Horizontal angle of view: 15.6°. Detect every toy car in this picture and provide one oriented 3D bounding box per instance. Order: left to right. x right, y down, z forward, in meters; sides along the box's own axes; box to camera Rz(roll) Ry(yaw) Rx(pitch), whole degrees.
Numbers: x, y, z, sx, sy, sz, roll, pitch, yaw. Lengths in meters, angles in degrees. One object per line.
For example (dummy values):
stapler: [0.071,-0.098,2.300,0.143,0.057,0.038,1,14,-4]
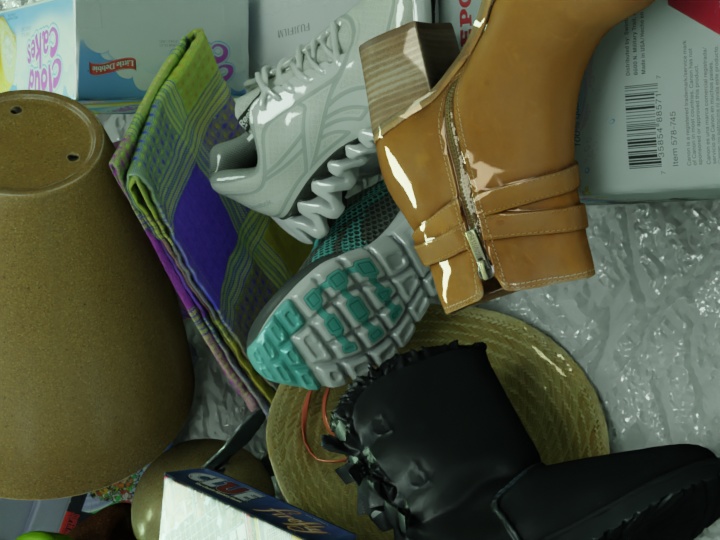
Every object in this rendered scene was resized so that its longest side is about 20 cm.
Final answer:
toy car: [-0.092,0.169,1.637,0.200,0.164,0.158,-50,61,14]

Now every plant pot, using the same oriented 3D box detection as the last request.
plant pot: [-0.192,0.001,1.549,0.186,0.186,0.200,39,145,32]

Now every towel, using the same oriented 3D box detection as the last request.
towel: [-0.076,-0.027,1.558,0.023,0.144,0.200,-10,125,27]

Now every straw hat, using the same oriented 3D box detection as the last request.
straw hat: [0.046,0.118,1.555,0.201,0.201,0.085,53,162,25]

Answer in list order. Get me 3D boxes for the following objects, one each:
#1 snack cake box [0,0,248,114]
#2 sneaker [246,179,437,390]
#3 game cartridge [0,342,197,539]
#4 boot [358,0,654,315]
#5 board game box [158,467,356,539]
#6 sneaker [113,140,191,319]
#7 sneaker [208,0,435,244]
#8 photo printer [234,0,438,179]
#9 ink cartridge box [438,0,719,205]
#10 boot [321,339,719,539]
snack cake box: [-0.161,-0.135,1.657,0.200,0.115,0.067,180,89,-64]
sneaker: [0.000,0.000,1.550,0.091,0.200,0.078,8,129,51]
game cartridge: [-0.195,0.127,1.731,0.038,0.129,0.200,-117,45,-64]
boot: [0.095,-0.070,1.345,0.200,0.074,0.155,-22,83,42]
board game box: [-0.068,0.228,1.514,0.135,0.035,0.201,20,109,44]
sneaker: [-0.105,0.004,1.689,0.200,0.080,0.089,45,127,30]
sneaker: [-0.020,-0.098,1.473,0.200,0.081,0.075,-56,21,38]
photo printer: [-0.018,-0.155,1.607,0.166,0.069,0.201,-8,86,46]
ink cartridge box: [0.160,-0.110,1.421,0.200,0.144,0.146,-1,90,39]
boot: [0.091,0.106,1.475,0.163,0.198,0.073,56,162,32]
